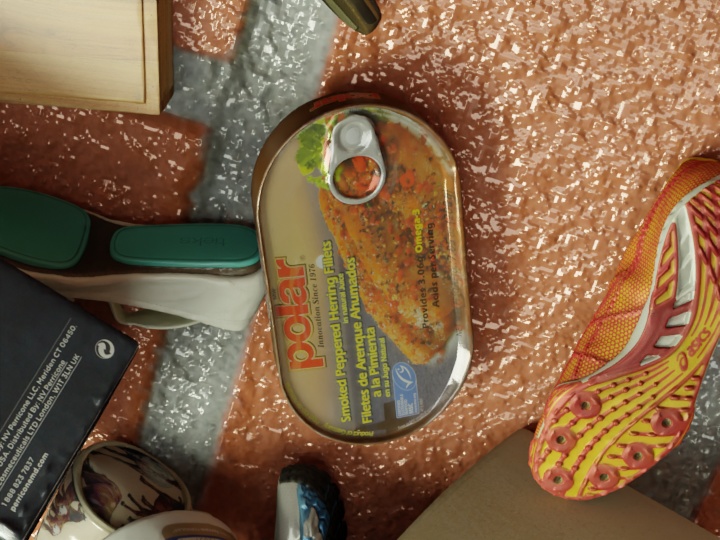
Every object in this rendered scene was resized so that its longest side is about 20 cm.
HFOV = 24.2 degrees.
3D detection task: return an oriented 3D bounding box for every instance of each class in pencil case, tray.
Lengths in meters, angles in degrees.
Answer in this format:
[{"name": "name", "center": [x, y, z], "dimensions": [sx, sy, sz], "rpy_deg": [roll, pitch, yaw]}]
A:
[{"name": "pencil case", "center": [-0.171, 0.204, 1.032], "dimensions": [0.089, 0.078, 0.201], "rpy_deg": [33, 117, 7]}, {"name": "tray", "center": [-0.201, -0.141, 0.886], "dimensions": [0.198, 0.037, 0.099], "rpy_deg": [5, 117, 7]}]

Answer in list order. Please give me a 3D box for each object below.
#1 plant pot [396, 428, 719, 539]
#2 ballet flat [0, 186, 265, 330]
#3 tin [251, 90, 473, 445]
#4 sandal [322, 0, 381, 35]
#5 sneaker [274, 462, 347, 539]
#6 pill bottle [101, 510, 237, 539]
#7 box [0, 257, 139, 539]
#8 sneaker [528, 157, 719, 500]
[{"name": "plant pot", "center": [0.090, 0.237, 0.905], "dimensions": [0.199, 0.176, 0.202], "rpy_deg": [27, 129, 46]}, {"name": "ballet flat", "center": [-0.148, 0.001, 0.938], "dimensions": [0.198, 0.070, 0.070], "rpy_deg": [8, 118, 0]}, {"name": "tin", "center": [0.000, 0.000, 0.909], "dimensions": [0.111, 0.042, 0.201], "rpy_deg": [-12, 117, -13]}, {"name": "sandal", "center": [-0.031, -0.209, 0.817], "dimensions": [0.054, 0.082, 0.201], "rpy_deg": [-27, 104, -3]}, {"name": "sneaker", "center": [-0.052, 0.206, 1.022], "dimensions": [0.086, 0.075, 0.202], "rpy_deg": [5, 117, 12]}, {"name": "pill bottle", "center": [-0.080, 0.236, 0.905], "dimensions": [0.110, 0.200, 0.112], "rpy_deg": [-17, 134, -19]}, {"name": "box", "center": [-0.235, 0.050, 0.881], "dimensions": [0.198, 0.200, 0.124], "rpy_deg": [31, 73, -6]}, {"name": "sneaker", "center": [0.154, 0.035, 0.894], "dimensions": [0.073, 0.077, 0.201], "rpy_deg": [29, 104, -7]}]
